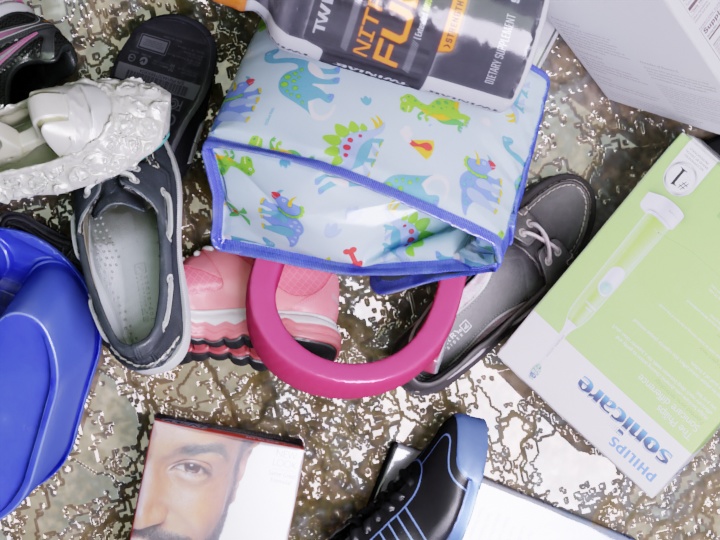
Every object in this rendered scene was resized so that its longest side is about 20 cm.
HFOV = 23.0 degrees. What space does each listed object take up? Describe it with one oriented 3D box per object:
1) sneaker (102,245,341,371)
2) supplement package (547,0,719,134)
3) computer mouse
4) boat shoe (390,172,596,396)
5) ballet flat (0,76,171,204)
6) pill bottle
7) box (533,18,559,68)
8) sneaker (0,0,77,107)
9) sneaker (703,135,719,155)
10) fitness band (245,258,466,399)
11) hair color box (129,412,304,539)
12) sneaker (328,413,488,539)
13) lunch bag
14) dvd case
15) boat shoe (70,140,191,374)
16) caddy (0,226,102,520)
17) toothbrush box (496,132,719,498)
[{"bbox_3d":[-0.108,0.018,1.242,0.198,0.074,0.087,7,61,2],"label":"sneaker"},{"bbox_3d":[0.209,-0.212,1.158,0.151,0.151,0.200,-54,132,-9],"label":"supplement package"},{"bbox_3d":[-0.179,-0.085,1.233,0.139,0.046,0.202,12,78,14],"label":"computer mouse"},{"bbox_3d":[0.099,0.012,1.253,0.067,0.057,0.200,43,88,-4],"label":"boat shoe"},{"bbox_3d":[-0.217,-0.081,1.127,0.198,0.072,0.072,-18,93,1],"label":"ballet flat"},{"bbox_3d":[0.010,-0.173,1.092,0.198,0.106,0.107,15,90,-6],"label":"pill bottle"},{"bbox_3d":[0.049,-0.212,1.242,0.199,0.060,0.117,30,88,-5],"label":"box"},{"bbox_3d":[-0.262,-0.090,1.193,0.086,0.080,0.201,27,90,27],"label":"sneaker"},{"bbox_3d":[0.276,-0.003,1.271,0.078,0.075,0.202,4,87,11],"label":"sneaker"},{"bbox_3d":[0.000,0.000,1.203,0.142,0.038,0.201,16,54,1],"label":"fitness band"},{"bbox_3d":[-0.111,0.210,1.239,0.110,0.064,0.202,11,89,-4],"label":"hair color box"},{"bbox_3d":[0.022,0.185,1.228,0.077,0.070,0.201,23,90,-11],"label":"sneaker"},{"bbox_3d":[0.015,-0.084,1.167,0.198,0.128,0.171,10,51,11],"label":"lunch bag"},{"bbox_3d":[0.088,0.226,1.278,0.199,0.018,0.144,22,89,-5],"label":"dvd case"},{"bbox_3d":[-0.153,-0.034,1.159,0.075,0.060,0.202,-19,74,4],"label":"boat shoe"},{"bbox_3d":[-0.256,0.071,1.195,0.140,0.105,0.201,21,110,3],"label":"caddy"},{"bbox_3d":[0.215,0.030,1.208,0.145,0.086,0.200,42,102,14],"label":"toothbrush box"}]
